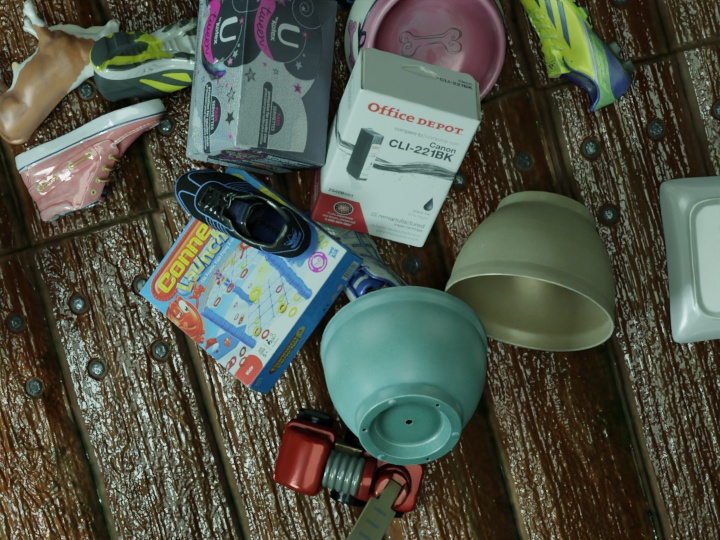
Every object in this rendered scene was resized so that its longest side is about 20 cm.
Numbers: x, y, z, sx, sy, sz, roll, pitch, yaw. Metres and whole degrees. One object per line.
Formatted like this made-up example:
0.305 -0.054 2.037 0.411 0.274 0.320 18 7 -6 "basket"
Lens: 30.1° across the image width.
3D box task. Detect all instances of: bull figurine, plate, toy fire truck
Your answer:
-0.384 -0.249 1.624 0.121 0.065 0.200 44 91 4 "bull figurine"
0.471 -0.019 1.621 0.199 0.032 0.201 -5 92 2 "plate"
-0.018 0.255 1.563 0.175 0.200 0.130 16 92 1 "toy fire truck"

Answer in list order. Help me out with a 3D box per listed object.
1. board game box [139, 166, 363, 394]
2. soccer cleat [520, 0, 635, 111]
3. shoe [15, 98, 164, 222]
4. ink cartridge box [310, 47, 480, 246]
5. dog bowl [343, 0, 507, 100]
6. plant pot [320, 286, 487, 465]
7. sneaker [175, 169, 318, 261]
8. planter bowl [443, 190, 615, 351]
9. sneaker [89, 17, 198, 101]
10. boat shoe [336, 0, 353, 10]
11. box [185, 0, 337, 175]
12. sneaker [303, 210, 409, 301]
-0.132 0.008 1.593 0.195 0.056 0.200 37 93 24 "board game box"
0.241 -0.278 1.601 0.084 0.065 0.200 -43 91 5 "soccer cleat"
-0.316 -0.132 1.626 0.199 0.071 0.091 -23 93 8 "shoe"
0.038 -0.139 1.540 0.143 0.084 0.201 13 131 -12 "ink cartridge box"
0.082 -0.265 1.569 0.199 0.074 0.201 -3 111 -8 "dog bowl"
0.054 0.137 1.542 0.199 0.135 0.201 -1 132 -2 "plant pot"
-0.142 -0.073 1.541 0.199 0.078 0.070 24 88 24 "sneaker"
0.208 -0.008 1.564 0.199 0.200 0.135 15 66 1 "planter bowl"
-0.230 -0.251 1.619 0.199 0.085 0.075 -6 64 -18 "sneaker"
-0.004 -0.341 1.604 0.199 0.069 0.085 18 93 1 "boat shoe"
-0.115 -0.224 1.549 0.132 0.114 0.201 9 81 -38 "box"
0.000 0.000 1.609 0.200 0.088 0.075 41 95 1 "sneaker"
